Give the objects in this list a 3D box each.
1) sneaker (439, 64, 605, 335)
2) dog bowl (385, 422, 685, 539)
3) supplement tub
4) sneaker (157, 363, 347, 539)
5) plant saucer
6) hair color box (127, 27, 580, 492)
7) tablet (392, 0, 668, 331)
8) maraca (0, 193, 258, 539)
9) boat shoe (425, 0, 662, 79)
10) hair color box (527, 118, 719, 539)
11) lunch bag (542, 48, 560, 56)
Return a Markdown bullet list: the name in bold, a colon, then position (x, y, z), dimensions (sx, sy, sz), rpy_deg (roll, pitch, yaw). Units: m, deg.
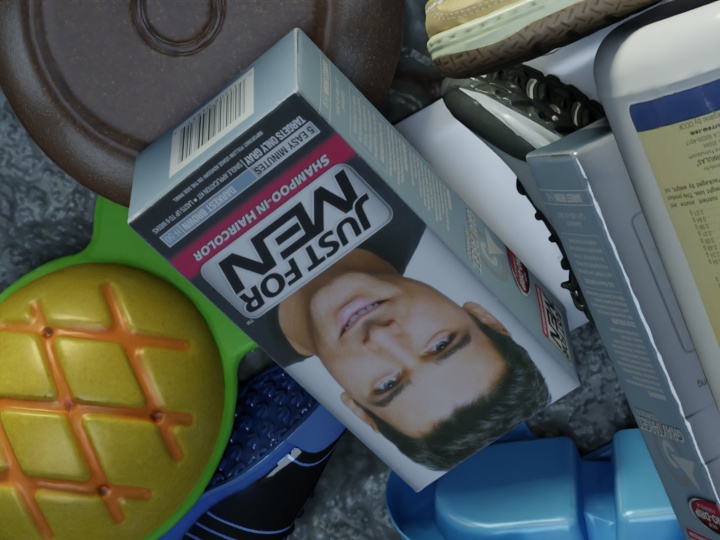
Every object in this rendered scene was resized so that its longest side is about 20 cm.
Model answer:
- **sneaker**: position (0.110, -0.017, 0.821), dimensions (0.200, 0.074, 0.079), rpy_deg (41, 113, -7)
- **dog bowl**: position (0.113, 0.113, 0.860), dimensions (0.198, 0.112, 0.050), rpy_deg (-7, 121, 9)
- **supplement tub**: position (0.178, -0.012, 0.639), dimensions (0.143, 0.144, 0.201), rpy_deg (-20, 98, 13)
- **sneaker**: position (-0.064, 0.127, 0.912), dimensions (0.200, 0.070, 0.078), rpy_deg (-42, 120, 12)
- **plant saucer**: position (-0.080, -0.120, 0.827), dimensions (0.199, 0.037, 0.202), rpy_deg (1, 99, 5)
- **hair color box**: position (0.000, 0.000, 0.820), dimensions (0.099, 0.061, 0.200), rpy_deg (-35, 119, 20)
- **tablet**: position (0.103, -0.044, 0.857), dimensions (0.199, 0.014, 0.131), rpy_deg (-28, 103, 14)
- **maraca**: position (-0.118, 0.049, 0.871), dimensions (0.137, 0.107, 0.201), rpy_deg (36, 84, -1)
- **boat shoe**: position (0.105, -0.136, 0.633), dimensions (0.199, 0.072, 0.077), rpy_deg (-26, 94, 2)
- **hair color box**: position (0.157, 0.024, 0.748), dimensions (0.098, 0.061, 0.201), rpy_deg (-25, 98, -12)
- **lunch bag**: position (0.062, -0.206, 0.726), dimensions (0.117, 0.164, 0.201), rpy_deg (-29, 104, 14)
